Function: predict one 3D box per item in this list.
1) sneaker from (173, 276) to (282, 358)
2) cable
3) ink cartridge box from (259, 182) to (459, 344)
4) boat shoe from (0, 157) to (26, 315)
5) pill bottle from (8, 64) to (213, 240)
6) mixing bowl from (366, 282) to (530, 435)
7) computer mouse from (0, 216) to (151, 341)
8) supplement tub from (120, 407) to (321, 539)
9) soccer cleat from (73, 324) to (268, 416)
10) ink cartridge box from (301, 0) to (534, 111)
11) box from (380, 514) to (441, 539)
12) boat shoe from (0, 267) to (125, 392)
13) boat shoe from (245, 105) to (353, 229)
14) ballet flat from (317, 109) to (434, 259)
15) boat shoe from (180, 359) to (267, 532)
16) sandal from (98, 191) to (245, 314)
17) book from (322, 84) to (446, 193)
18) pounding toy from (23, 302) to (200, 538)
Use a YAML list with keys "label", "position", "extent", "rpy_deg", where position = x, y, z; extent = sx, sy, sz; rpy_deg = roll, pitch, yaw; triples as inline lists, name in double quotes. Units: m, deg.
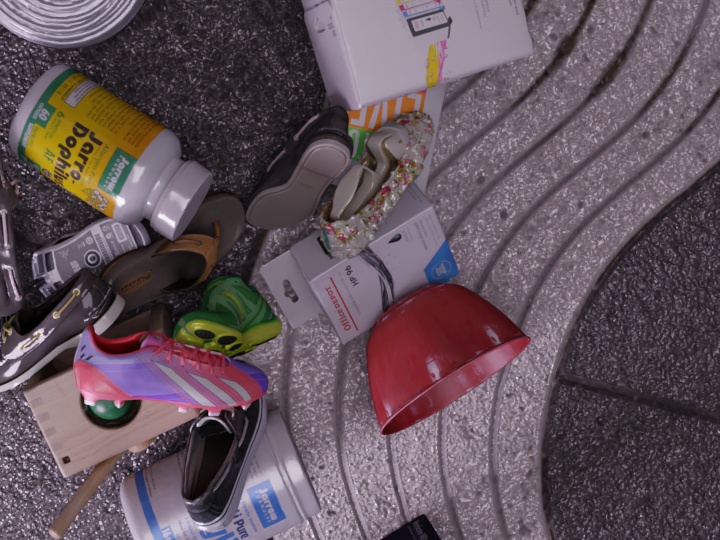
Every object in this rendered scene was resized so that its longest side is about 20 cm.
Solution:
- label: "sneaker"
  position: [-0.154, 0.053, 1.325]
  extent: [0.073, 0.200, 0.084]
  rpy_deg: [-31, 82, 16]
- label: "cable"
  position: [-0.316, -0.338, 1.295]
  extent: [0.198, 0.069, 0.202]
  rpy_deg: [31, 92, -12]
- label: "ink cartridge box"
  position: [0.000, 0.000, 1.371]
  extent: [0.198, 0.068, 0.117]
  rpy_deg: [-31, 134, -3]
- label: "boat shoe"
  position: [-0.377, -0.049, 1.287]
  extent: [0.056, 0.067, 0.204]
  rpy_deg: [0, 109, -20]
- label: "pill bottle"
  position: [-0.260, -0.119, 1.295]
  extent: [0.198, 0.113, 0.114]
  rpy_deg: [32, 92, 0]
- label: "mixing bowl"
  position: [0.081, 0.085, 1.375]
  extent: [0.198, 0.200, 0.109]
  rpy_deg: [-30, 76, -4]
- label: "computer mouse"
  position: [-0.322, 0.001, 1.359]
  extent: [0.197, 0.044, 0.111]
  rpy_deg: [-22, 96, 1]
- label: "supplement tub"
  position: [-0.156, 0.253, 1.374]
  extent: [0.197, 0.132, 0.134]
  rpy_deg: [-25, 101, -4]
- label: "soccer cleat"
  position: [-0.184, 0.096, 1.217]
  extent: [0.196, 0.067, 0.078]
  rpy_deg: [4, 109, -18]
- label: "ink cartridge box"
  position: [0.054, -0.264, 1.290]
  extent: [0.197, 0.147, 0.147]
  rpy_deg: [-18, 99, -11]
- label: "box"
  position: [0.029, 0.395, 1.417]
  extent: [0.198, 0.148, 0.105]
  rpy_deg: [-31, 101, -5]
- label: "boat shoe"
  position: [-0.336, 0.062, 1.288]
  extent: [0.200, 0.072, 0.061]
  rpy_deg: [-30, 116, 23]
- label: "boat shoe"
  position: [-0.063, -0.108, 1.333]
  extent: [0.066, 0.200, 0.058]
  rpy_deg: [22, 56, -21]
- label: "ballet flat"
  position: [0.018, -0.103, 1.312]
  extent: [0.202, 0.075, 0.064]
  rpy_deg: [-61, 141, -21]
- label: "boat shoe"
  position: [-0.144, 0.173, 1.302]
  extent: [0.071, 0.203, 0.071]
  rpy_deg: [-3, 143, 12]
- label: "sandal"
  position: [-0.198, -0.013, 1.336]
  extent: [0.199, 0.054, 0.083]
  rpy_deg: [-33, 128, -32]
- label: "book"
  position: [0.027, -0.189, 1.388]
  extent: [0.131, 0.048, 0.204]
  rpy_deg: [9, 94, -13]
- label: "pounding toy"
  position: [-0.265, 0.152, 1.307]
  extent: [0.182, 0.200, 0.144]
  rpy_deg: [-24, 102, -5]
